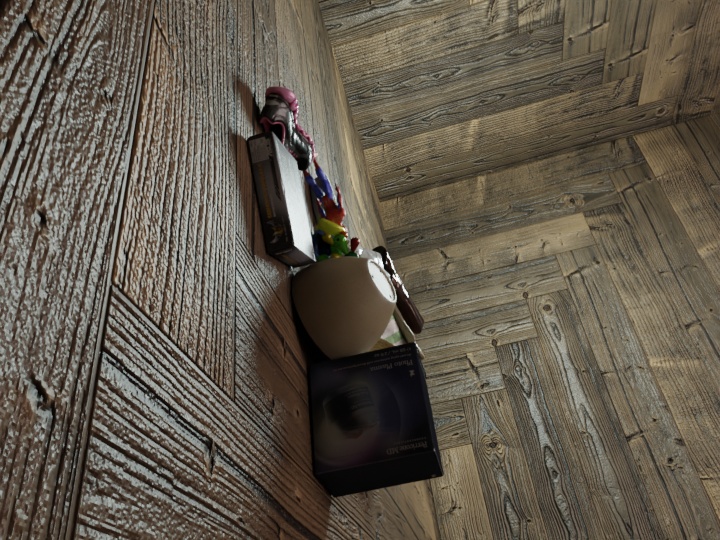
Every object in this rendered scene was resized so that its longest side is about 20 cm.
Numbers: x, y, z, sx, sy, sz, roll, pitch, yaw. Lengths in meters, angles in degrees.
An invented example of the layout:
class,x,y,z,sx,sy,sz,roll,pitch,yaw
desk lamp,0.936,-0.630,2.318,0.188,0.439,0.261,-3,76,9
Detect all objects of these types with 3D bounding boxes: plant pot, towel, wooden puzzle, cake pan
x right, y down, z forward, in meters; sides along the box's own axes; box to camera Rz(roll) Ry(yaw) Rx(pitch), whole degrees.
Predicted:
class,x,y,z,sx,sy,sz,roll,pitch,yaw
plant pot,-0.012,0.053,1.101,0.201,0.133,0.201,49,21,-25
towel,0.056,0.153,1.398,0.152,0.023,0.202,-19,81,-57
wooden puzzle,0.095,0.143,1.560,0.186,0.037,0.200,55,-2,24
cake pan,-0.087,-0.153,1.553,0.200,0.036,0.204,-14,90,-83

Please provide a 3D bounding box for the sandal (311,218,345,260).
class,x,y,z,sx,sy,sz,roll,pitch,yaw
sandal,-0.081,-0.056,1.344,0.200,0.078,0.088,79,36,-83

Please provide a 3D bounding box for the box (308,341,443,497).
class,x,y,z,sx,sy,sz,roll,pitch,yaw
box,0.024,0.252,1.020,0.124,0.197,0.201,68,10,-52

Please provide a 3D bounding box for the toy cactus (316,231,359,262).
class,x,y,z,sx,sy,sz,roll,pitch,yaw
toy cactus,-0.015,0.008,1.236,0.102,0.163,0.202,-45,154,-44

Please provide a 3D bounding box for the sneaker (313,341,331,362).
class,x,y,z,sx,sy,sz,roll,pitch,yaw
sneaker,-0.053,0.114,1.197,0.200,0.075,0.089,-74,144,-76

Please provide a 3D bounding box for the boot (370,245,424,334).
class,x,y,z,sx,sy,sz,roll,pitch,yaw
boot,0.095,0.053,1.550,0.201,0.064,0.187,53,13,-33

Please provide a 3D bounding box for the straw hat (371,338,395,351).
class,x,y,z,sx,sy,sz,roll,pitch,yaw
straw hat,0.002,0.243,1.285,0.085,0.199,0.205,-10,-85,53

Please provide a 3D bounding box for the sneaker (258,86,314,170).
class,x,y,z,sx,sy,sz,roll,pitch,yaw
sneaker,-0.150,-0.256,1.173,0.201,0.078,0.097,67,34,-53

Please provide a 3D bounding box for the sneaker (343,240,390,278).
class,x,y,z,sx,sy,sz,roll,pitch,yaw
sneaker,0.000,0.000,1.400,0.114,0.074,0.201,24,21,-21

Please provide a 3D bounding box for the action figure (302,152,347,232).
class,x,y,z,sx,sy,sz,roll,pitch,yaw
action figure,-0.079,-0.172,1.382,0.202,0.065,0.052,65,15,10

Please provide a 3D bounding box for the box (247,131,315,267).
class,x,y,z,sx,sy,sz,roll,pitch,yaw
box,-0.135,-0.118,1.045,0.158,0.048,0.204,44,33,-79
